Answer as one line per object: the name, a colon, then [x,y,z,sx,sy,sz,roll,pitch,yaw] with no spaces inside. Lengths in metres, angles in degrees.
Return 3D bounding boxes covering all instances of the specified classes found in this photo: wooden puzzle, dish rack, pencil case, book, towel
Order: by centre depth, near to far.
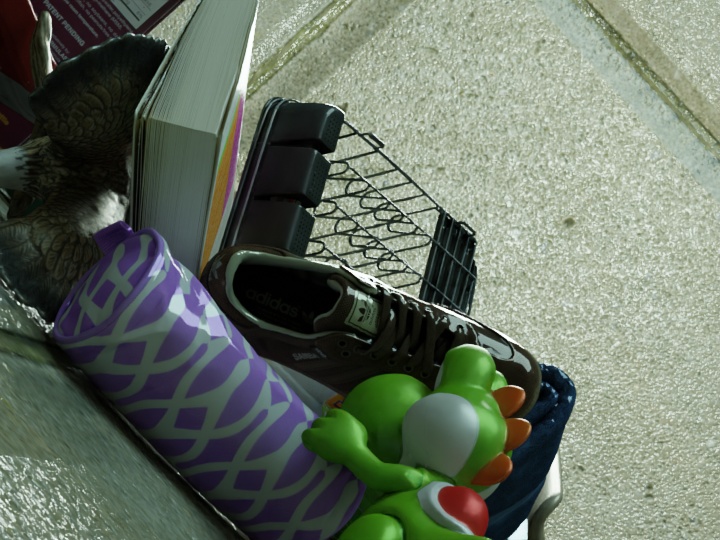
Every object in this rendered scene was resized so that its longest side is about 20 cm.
pencil case: [-0.076,0.068,1.105,0.200,0.084,0.086,50,33,-28]
book: [-0.093,-0.050,1.182,0.048,0.134,0.201,14,-46,3]
towel: [0.072,0.131,1.255,0.049,0.111,0.200,53,-21,20]
dish rack: [0.000,0.000,1.284,0.054,0.154,0.200,-2,-28,39]
wooden puzzle: [0.116,0.222,1.427,0.185,0.037,0.201,-72,164,-76]

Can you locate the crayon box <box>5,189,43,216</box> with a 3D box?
crayon box: [-0.141,0.016,1.342,0.200,0.052,0.126,49,0,33]

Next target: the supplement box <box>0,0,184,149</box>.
supplement box: [-0.205,-0.174,1.449,0.086,0.200,0.110,48,1,-9]

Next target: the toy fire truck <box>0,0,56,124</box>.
toy fire truck: [-0.271,-0.182,1.306,0.200,0.112,0.168,31,-27,31]

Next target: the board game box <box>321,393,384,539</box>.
board game box: [0.010,0.156,1.234,0.096,0.030,0.200,51,-24,25]

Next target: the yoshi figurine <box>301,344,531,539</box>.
yoshi figurine: [0.015,0.124,1.060,0.111,0.200,0.113,21,-39,4]

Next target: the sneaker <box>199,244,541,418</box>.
sneaker: [0.005,0.039,1.133,0.199,0.071,0.076,16,-13,1]

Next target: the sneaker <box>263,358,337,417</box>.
sneaker: [0.004,0.075,1.352,0.200,0.080,0.070,39,2,-17]

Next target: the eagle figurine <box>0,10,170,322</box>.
eagle figurine: [-0.162,-0.055,1.175,0.152,0.151,0.200,60,-14,-19]
